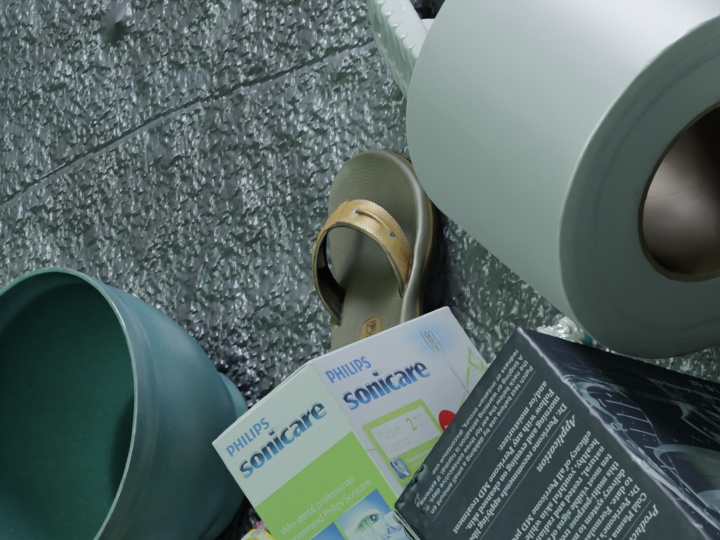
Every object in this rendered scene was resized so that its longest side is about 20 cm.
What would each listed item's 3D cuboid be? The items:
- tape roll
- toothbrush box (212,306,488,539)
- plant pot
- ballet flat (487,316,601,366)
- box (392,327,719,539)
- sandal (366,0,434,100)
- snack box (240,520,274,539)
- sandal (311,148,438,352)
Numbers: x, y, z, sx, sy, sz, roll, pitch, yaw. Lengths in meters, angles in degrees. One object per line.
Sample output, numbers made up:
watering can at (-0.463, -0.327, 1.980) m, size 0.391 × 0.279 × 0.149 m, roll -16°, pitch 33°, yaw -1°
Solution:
tape roll at (0.143, -0.074, 1.444) m, size 0.139 × 0.203 × 0.203 m, roll 43°, pitch 110°, yaw 44°
toothbrush box at (0.039, 0.134, 1.485) m, size 0.086 × 0.146 × 0.200 m, roll -41°, pitch 77°, yaw 31°
plant pot at (-0.151, 0.108, 1.751) m, size 0.200 × 0.134 × 0.200 m, roll -16°, pitch 68°, yaw 44°
ballet flat at (0.064, 0.086, 1.595) m, size 0.200 × 0.072 × 0.072 m, roll -32°, pitch 58°, yaw 34°
box at (0.158, 0.146, 1.366) m, size 0.124 × 0.200 × 0.197 m, roll -56°, pitch 46°, yaw 18°
sandal at (0.057, -0.109, 1.652) m, size 0.050 × 0.082 × 0.203 m, roll -22°, pitch 50°, yaw -9°
snack box at (-0.029, 0.239, 1.596) m, size 0.142 × 0.053 × 0.200 m, roll -45°, pitch 48°, yaw 9°
sandal at (0.000, 0.000, 1.658) m, size 0.080 × 0.054 × 0.200 m, roll -31°, pitch 39°, yaw 33°
